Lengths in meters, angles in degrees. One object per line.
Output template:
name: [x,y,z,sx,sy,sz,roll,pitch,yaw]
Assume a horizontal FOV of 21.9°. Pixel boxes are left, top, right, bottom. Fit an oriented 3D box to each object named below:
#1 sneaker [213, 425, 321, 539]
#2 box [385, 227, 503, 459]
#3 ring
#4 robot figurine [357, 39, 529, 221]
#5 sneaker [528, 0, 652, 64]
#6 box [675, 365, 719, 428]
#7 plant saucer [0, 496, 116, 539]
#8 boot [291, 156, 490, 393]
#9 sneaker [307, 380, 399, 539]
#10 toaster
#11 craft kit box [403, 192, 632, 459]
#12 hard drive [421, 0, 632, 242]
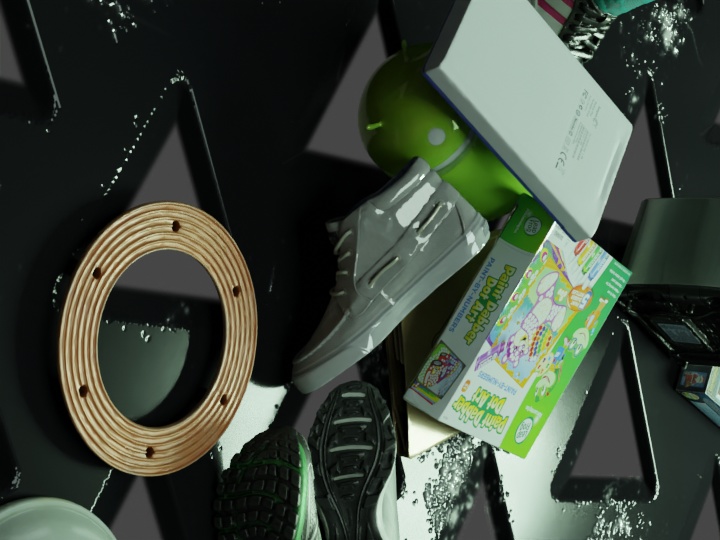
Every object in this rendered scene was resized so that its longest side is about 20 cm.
sneaker: [-0.063,0.214,1.443,0.085,0.078,0.200,-21,119,-55]
box: [0.092,0.059,1.644,0.200,0.021,0.164,-21,110,-49]
ring: [-0.148,0.049,1.354,0.200,0.019,0.201,-7,99,-49]
robot figurine: [0.077,-0.113,1.533,0.200,0.116,0.176,30,77,-47]
sneaker: [0.214,-0.234,1.684,0.084,0.121,0.200,-6,99,-50]
box: [0.412,0.064,2.021,0.137,0.038,0.200,37,66,-46]
plant saucer: [-0.215,0.257,1.270,0.200,0.050,0.201,-8,101,-50]
boot: [0.000,0.000,1.465,0.200,0.074,0.096,-43,100,1]
sneaker: [-0.003,0.190,1.517,0.079,0.074,0.201,26,61,-86]
toaster: [0.362,0.015,1.848,0.200,0.181,0.119,40,61,-46]
craft kit box: [0.139,0.053,1.596,0.198,0.048,0.200,-58,150,2]
hard drive: [0.137,-0.136,1.488,0.200,0.025,0.132,45,49,-26]
